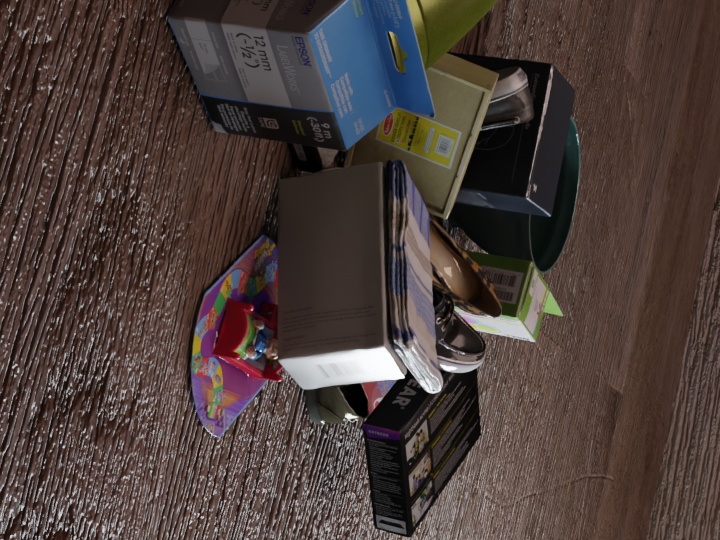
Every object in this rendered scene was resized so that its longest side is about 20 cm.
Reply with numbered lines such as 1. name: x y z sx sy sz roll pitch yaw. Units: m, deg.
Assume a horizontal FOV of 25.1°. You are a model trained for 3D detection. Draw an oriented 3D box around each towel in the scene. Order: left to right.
1. towel: 0.054 0.007 1.581 0.147 0.024 0.201 57 28 -61

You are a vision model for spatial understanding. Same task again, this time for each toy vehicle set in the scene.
1. toy vehicle set: 0.057 -0.146 1.651 0.200 0.124 0.027 107 8 -51

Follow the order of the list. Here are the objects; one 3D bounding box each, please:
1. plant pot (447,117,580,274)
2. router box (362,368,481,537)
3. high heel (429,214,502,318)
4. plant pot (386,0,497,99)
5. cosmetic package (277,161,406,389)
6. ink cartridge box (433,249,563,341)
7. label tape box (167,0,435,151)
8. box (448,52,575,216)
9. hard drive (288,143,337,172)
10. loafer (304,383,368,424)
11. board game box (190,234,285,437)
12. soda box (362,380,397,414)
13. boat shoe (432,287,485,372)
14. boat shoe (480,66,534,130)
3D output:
1. plant pot: 0.185 -0.105 2.042 0.200 0.133 0.202 10 90 -67
2. router box: 0.073 0.179 1.824 0.200 0.051 0.150 -48 141 -47
3. high heel: 0.094 -0.012 1.846 0.072 0.142 0.200 -51 156 -1
4. plant pot: 0.048 -0.281 1.466 0.192 0.200 0.201 -32 137 -18
5. cosmetic package: -0.019 0.004 1.565 0.081 0.112 0.201 57 30 -58
6. ink cartridge box: 0.162 0.044 2.030 0.200 0.147 0.076 47 56 -62
7. label tape box: -0.048 -0.175 1.376 0.066 0.199 0.144 -62 151 -31
8. box: 0.119 -0.154 1.782 0.107 0.199 0.149 24 77 -66
9. hard drive: -0.027 -0.216 1.622 0.140 0.038 0.201 72 34 -49
10. loafer: -0.024 0.081 1.704 0.075 0.069 0.201 -57 148 -44
11. board game box: -0.098 0.064 1.559 0.200 0.039 0.159 -50 143 -52
12. soda box: 0.044 0.120 1.880 0.064 0.070 0.201 -57 149 -38
13. boat shoe: 0.067 0.043 1.766 0.199 0.066 0.070 34 47 -17
14. boat shoe: 0.088 -0.158 1.704 0.057 0.199 0.069 67 25 -16
